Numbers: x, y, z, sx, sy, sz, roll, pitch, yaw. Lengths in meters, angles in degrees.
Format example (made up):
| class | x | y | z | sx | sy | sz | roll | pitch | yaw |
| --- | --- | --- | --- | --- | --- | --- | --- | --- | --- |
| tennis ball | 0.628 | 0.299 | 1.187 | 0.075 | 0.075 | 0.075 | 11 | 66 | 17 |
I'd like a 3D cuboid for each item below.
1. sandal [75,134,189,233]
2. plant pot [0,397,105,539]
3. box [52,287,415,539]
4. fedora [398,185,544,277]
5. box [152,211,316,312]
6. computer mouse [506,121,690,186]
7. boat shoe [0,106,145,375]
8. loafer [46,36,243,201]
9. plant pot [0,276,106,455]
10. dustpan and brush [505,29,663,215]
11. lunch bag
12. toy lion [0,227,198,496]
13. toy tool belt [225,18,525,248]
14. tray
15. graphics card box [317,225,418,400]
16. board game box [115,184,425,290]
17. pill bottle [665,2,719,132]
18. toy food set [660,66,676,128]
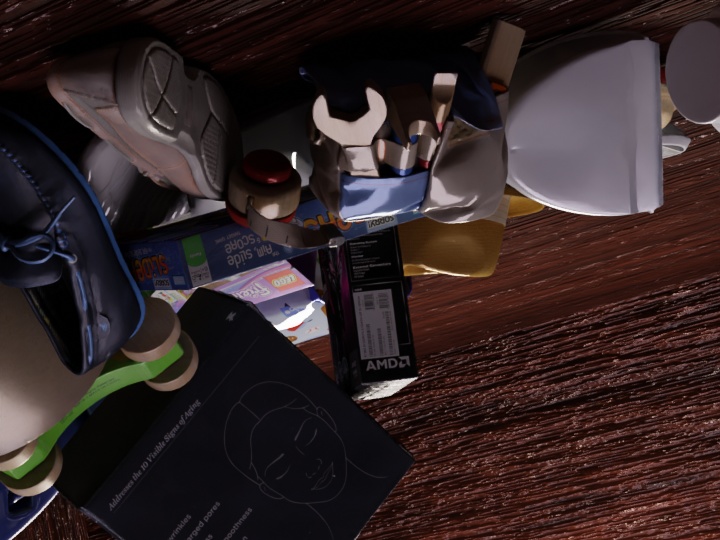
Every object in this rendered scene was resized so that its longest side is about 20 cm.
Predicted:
| class | x | y | z | sx | sy | sz | roll | pitch | yaw |
| --- | --- | --- | --- | --- | --- | --- | --- | --- | --- |
| sandal | -0.160 | -0.067 | 1.051 | 0.050 | 0.083 | 0.203 | 31 | -176 | 13 |
| plant pot | -0.319 | 0.100 | 1.266 | 0.180 | 0.200 | 0.200 | -33 | -162 | -26 |
| box | -0.103 | 0.154 | 1.206 | 0.200 | 0.197 | 0.124 | -50 | -155 | -12 |
| fedora | 0.071 | -0.034 | 1.384 | 0.200 | 0.082 | 0.201 | 2 | 176 | 0 |
| box | -0.156 | -0.010 | 1.289 | 0.200 | 0.039 | 0.137 | -17 | 141 | 27 |
| computer mouse | 0.194 | -0.110 | 1.348 | 0.200 | 0.044 | 0.110 | -12 | 169 | 33 |
| boat shoe | -0.195 | -0.012 | 0.957 | 0.084 | 0.200 | 0.069 | 4 | -133 | 39 |
| loafer | -0.125 | -0.093 | 0.933 | 0.063 | 0.072 | 0.200 | 3 | 167 | 13 |
| plant pot | -0.284 | 0.014 | 1.049 | 0.200 | 0.200 | 0.135 | -14 | 143 | 8 |
| dustpan and brush | 0.109 | -0.098 | 1.090 | 0.200 | 0.140 | 0.057 | -9 | -152 | -2 |
| lunch bag | -0.065 | 0.015 | 1.505 | 0.170 | 0.124 | 0.200 | -19 | 162 | 29 |
| toy lion | -0.227 | 0.037 | 1.134 | 0.200 | 0.192 | 0.069 | -38 | 149 | -9 |
| toy tool belt | 0.011 | -0.100 | 0.981 | 0.200 | 0.125 | 0.123 | -11 | 130 | -25 |
| tray | -0.079 | -0.071 | 1.122 | 0.107 | 0.022 | 0.200 | -23 | 163 | -9 |
| graphics card box | 0.000 | 0.000 | 1.232 | 0.051 | 0.200 | 0.125 | -7 | 171 | -11 |
| board game box | -0.068 | -0.028 | 1.058 | 0.200 | 0.035 | 0.135 | -18 | -171 | -32 |
| pill bottle | 0.309 | -0.142 | 1.058 | 0.200 | 0.111 | 0.111 | -8 | 171 | -30 |
| toy food set | 0.150 | -0.118 | 1.198 | 0.200 | 0.049 | 0.198 | -11 | 171 | -15 |
